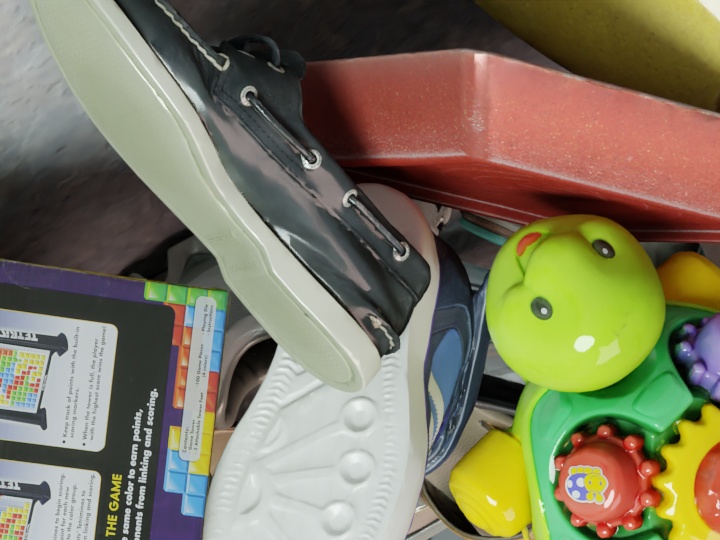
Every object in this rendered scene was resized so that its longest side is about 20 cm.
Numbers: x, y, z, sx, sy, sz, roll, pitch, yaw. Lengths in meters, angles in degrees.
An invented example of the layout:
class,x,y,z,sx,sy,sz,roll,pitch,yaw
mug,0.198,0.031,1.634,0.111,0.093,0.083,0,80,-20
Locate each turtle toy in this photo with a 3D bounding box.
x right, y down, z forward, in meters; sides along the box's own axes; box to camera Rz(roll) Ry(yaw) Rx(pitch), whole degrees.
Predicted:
class,x,y,z,sx,sy,sz,roll,pitch,yaw
turtle toy,0.113,0.062,1.163,0.146,0.200,0.101,-44,-162,-14

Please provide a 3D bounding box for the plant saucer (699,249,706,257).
class,x,y,z,sx,sy,sz,roll,pitch,yaw
plant saucer,0.187,0.008,1.500,0.200,0.036,0.200,-61,168,-22

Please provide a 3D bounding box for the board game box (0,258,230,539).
class,x,y,z,sx,sy,sz,roll,pitch,yaw
board game box,-0.142,0.097,1.098,0.165,0.201,0.057,9,170,-13

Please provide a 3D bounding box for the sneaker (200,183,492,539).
class,x,y,z,sx,sy,sz,roll,pitch,yaw
sneaker,0.002,0.078,1.182,0.080,0.201,0.147,6,158,17

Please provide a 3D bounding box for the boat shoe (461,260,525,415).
class,x,y,z,sx,sy,sz,roll,pitch,yaw
boat shoe,0.098,0.046,1.380,0.199,0.066,0.070,17,129,-1

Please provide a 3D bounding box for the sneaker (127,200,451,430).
class,x,y,z,sx,sy,sz,roll,pitch,yaw
sneaker,0.000,0.000,1.287,0.200,0.089,0.074,-33,155,-5

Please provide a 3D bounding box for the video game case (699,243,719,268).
class,x,y,z,sx,sy,sz,roll,pitch,yaw
video game case,0.191,-0.095,1.232,0.024,0.182,0.200,8,134,-37

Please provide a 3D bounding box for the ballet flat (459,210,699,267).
class,x,y,z,sx,sy,sz,roll,pitch,yaw
ballet flat,0.105,-0.029,1.408,0.200,0.067,0.064,20,95,-61

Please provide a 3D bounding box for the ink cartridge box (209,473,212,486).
class,x,y,z,sx,sy,sz,roll,pitch,yaw
ink cartridge box,-0.158,0.113,1.167,0.199,0.176,0.084,-22,174,-18

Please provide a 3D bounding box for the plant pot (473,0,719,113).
class,x,y,z,sx,sy,sz,roll,pitch,yaw
plant pot,0.138,-0.134,1.147,0.199,0.142,0.200,-27,155,-14

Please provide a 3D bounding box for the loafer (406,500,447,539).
class,x,y,z,sx,sy,sz,roll,pitch,yaw
loafer,0.058,0.078,1.521,0.200,0.072,0.063,-36,148,12

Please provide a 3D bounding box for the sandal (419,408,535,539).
class,x,y,z,sx,sy,sz,roll,pitch,yaw
sandal,0.068,0.104,1.475,0.200,0.054,0.080,34,113,-23

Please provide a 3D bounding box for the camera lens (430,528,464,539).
class,x,y,z,sx,sy,sz,roll,pitch,yaw
camera lens,0.133,0.184,1.683,0.160,0.160,0.200,-36,155,4

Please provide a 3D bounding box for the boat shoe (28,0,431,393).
class,x,y,z,sx,sy,sz,roll,pitch,yaw
boat shoe,-0.041,-0.050,1.083,0.066,0.200,0.074,-45,-165,-21

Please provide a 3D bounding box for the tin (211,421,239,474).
class,x,y,z,sx,sy,sz,roll,pitch,yaw
tin,-0.103,0.147,1.406,0.199,0.112,0.042,-30,-165,-7

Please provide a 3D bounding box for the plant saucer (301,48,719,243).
class,x,y,z,sx,sy,sz,roll,pitch,yaw
plant saucer,0.071,-0.042,1.144,0.199,0.037,0.199,12,175,-29
